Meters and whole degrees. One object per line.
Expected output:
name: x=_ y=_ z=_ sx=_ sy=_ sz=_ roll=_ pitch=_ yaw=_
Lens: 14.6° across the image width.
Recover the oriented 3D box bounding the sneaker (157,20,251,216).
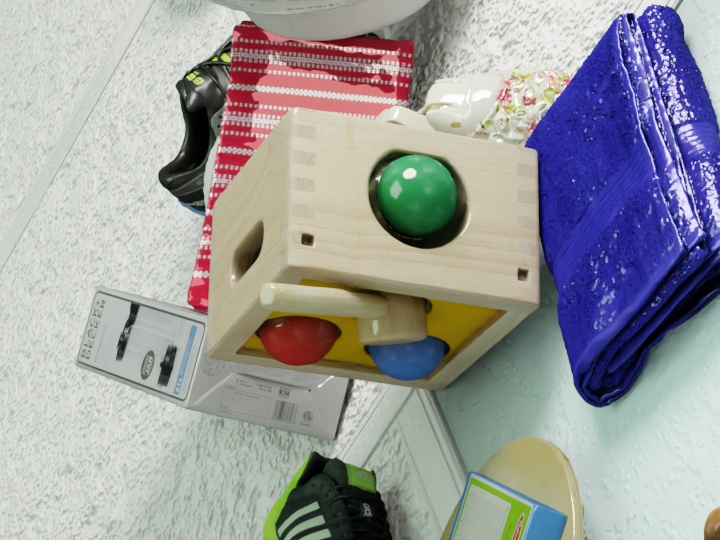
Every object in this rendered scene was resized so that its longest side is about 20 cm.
sneaker: x=-0.088 y=-0.135 z=2.040 sx=0.071 sy=0.082 sz=0.201 roll=36 pitch=104 yaw=61

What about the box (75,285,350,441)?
box: x=-0.102 y=0.061 z=1.901 sx=0.200 sy=0.116 sz=0.060 roll=12 pitch=88 yaw=63

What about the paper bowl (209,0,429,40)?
paper bowl: x=-0.018 y=-0.227 z=1.878 sx=0.201 sy=0.200 sz=0.105 roll=-125 pitch=19 yaw=-57

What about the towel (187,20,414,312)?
towel: x=-0.042 y=-0.063 z=1.878 sx=0.144 sy=0.022 sz=0.201 roll=10 pitch=90 yaw=30

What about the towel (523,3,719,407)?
towel: x=0.146 y=-0.041 z=1.587 sx=0.148 sy=0.049 sz=0.201 roll=-49 pitch=34 yaw=34

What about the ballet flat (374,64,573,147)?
ballet flat: x=0.051 y=-0.084 z=1.752 sx=0.200 sy=0.064 sz=0.076 roll=-27 pitch=36 yaw=47

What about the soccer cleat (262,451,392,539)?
soccer cleat: x=-0.011 y=0.162 z=1.723 sx=0.081 sy=0.067 sz=0.200 roll=-67 pitch=22 yaw=2

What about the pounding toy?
pounding toy: x=0.000 y=0.000 z=1.639 sx=0.200 sy=0.183 sz=0.143 roll=135 pitch=140 yaw=-60

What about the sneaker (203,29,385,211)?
sneaker: x=-0.040 y=-0.084 z=1.931 sx=0.201 sy=0.080 sz=0.087 roll=-61 pitch=38 yaw=30

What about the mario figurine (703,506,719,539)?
mario figurine: x=0.185 y=0.177 z=1.319 sx=0.124 sy=0.106 sz=0.200 roll=-59 pitch=28 yaw=17

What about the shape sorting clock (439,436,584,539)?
shape sorting clock: x=0.076 y=0.192 z=1.577 sx=0.200 sy=0.039 sz=0.201 roll=-162 pitch=90 yaw=-75
